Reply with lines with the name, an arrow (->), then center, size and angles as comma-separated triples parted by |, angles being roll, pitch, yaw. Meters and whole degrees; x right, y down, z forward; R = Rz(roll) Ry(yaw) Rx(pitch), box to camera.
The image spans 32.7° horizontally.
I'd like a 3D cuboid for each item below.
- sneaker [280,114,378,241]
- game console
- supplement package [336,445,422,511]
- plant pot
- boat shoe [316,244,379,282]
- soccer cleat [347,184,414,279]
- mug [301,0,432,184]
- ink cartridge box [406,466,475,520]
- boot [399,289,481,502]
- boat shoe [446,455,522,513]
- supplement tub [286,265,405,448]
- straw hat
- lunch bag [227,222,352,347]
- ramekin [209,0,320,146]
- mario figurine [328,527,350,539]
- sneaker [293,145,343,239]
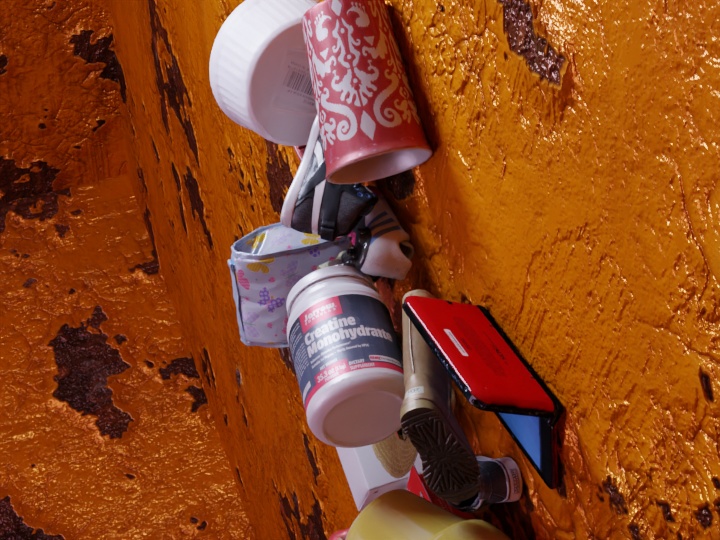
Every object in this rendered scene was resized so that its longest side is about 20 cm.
sneaker -> -0.019, -0.134, 1.592 | 0.073, 0.110, 0.203 | 69, -139, -82
game console -> 0.133, 0.136, 1.377 | 0.200, 0.170, 0.120 | 54, 127, 50
supplement package -> 0.023, 0.232, 1.815 | 0.118, 0.115, 0.202 | 111, 142, -63
plant pot -> 0.082, 0.375, 1.521 | 0.188, 0.199, 0.203 | 35, 140, 42
boat shoe -> -0.001, -0.001, 1.710 | 0.073, 0.065, 0.201 | 65, -163, 2
soccer cleat -> 0.028, -0.046, 1.649 | 0.201, 0.085, 0.070 | -91, 23, -60
mug -> -0.006, -0.217, 1.507 | 0.177, 0.132, 0.203 | 145, 113, -71
ink cartridge box -> 0.112, 0.359, 1.713 | 0.201, 0.066, 0.117 | 95, 154, -49
boot -> 0.097, 0.148, 1.473 | 0.201, 0.065, 0.177 | -86, -22, -53
boat shoe -> 0.136, 0.273, 1.543 | 0.200, 0.067, 0.073 | 147, 115, -72
supplement tub -> -0.017, 0.108, 1.560 | 0.141, 0.138, 0.202 | 94, 164, -48
straw hat -> 0.079, 0.174, 1.616 | 0.201, 0.084, 0.205 | -178, 90, -69
lunch bag -> -0.103, 0.015, 1.899 | 0.127, 0.197, 0.172 | -135, 33, -59
ramekin -> -0.094, -0.266, 1.646 | 0.098, 0.198, 0.203 | 41, 144, 48
mario figurine -> -0.012, 0.557, 2.239 | 0.200, 0.105, 0.125 | -134, 32, -57
sneaker -> -0.069, -0.136, 1.831 | 0.202, 0.077, 0.116 | 68, 149, 20
